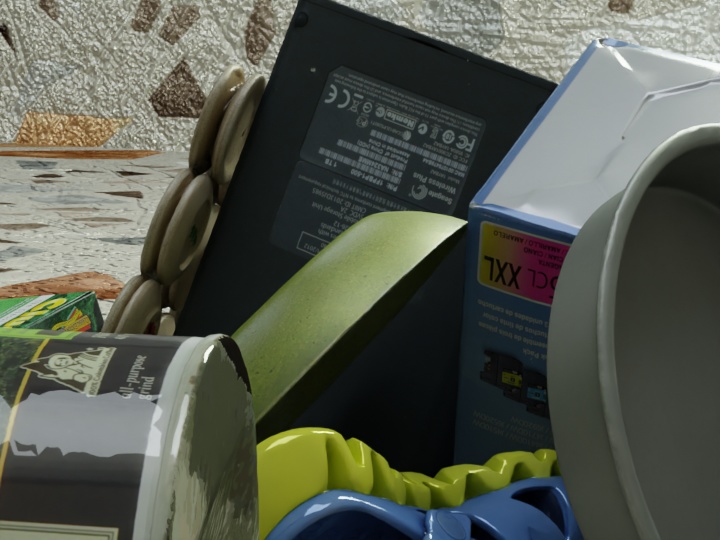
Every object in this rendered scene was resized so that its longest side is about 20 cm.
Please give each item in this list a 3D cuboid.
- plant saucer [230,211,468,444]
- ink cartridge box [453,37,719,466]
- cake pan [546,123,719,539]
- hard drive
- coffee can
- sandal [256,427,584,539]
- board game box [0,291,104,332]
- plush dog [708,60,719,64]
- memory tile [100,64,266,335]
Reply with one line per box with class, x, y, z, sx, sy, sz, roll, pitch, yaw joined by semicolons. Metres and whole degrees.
plant saucer;-0.039;0.044;1.038;0.031;0.200;0.200;45;12;4
ink cartridge box;0.095;0.031;1.103;0.076;0.201;0.137;16;38;20
cake pan;0.131;0.050;0.972;0.037;0.201;0.200;-16;-6;40
hard drive;0.000;0.000;1.160;0.139;0.201;0.033;23;3;29
coffee can;-0.137;0.085;0.767;0.199;0.147;0.146;3;7;7
sandal;0.034;0.111;0.972;0.199;0.080;0.087;5;39;-46
board game box;-0.216;0.056;1.241;0.104;0.024;0.200;-7;16;42
plush dog;0.145;0.017;1.293;0.171;0.201;0.160;-10;18;-22
memory tile;-0.072;0.003;1.240;0.017;0.154;0.200;21;-14;9
